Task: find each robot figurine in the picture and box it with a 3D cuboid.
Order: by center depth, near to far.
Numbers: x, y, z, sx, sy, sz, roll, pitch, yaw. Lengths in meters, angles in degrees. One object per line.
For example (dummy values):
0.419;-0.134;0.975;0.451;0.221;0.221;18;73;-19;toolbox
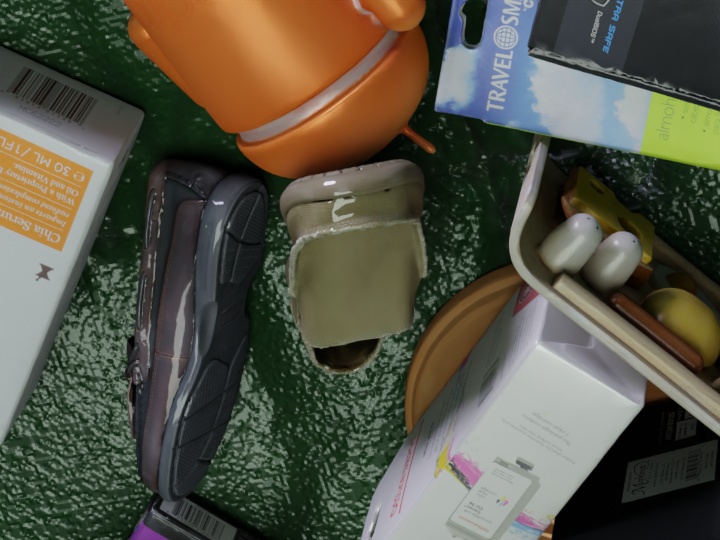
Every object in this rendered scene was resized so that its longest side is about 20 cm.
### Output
-0.044;-0.129;1.257;0.144;0.117;0.200;-34;108;10;robot figurine

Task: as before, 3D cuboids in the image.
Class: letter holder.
0.169;0.178;1.286;0.100;0.200;0.142;-17;113;19;letter holder

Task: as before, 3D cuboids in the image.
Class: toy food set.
0.163;0.000;1.267;0.200;0.144;0.060;39;115;-9;toy food set

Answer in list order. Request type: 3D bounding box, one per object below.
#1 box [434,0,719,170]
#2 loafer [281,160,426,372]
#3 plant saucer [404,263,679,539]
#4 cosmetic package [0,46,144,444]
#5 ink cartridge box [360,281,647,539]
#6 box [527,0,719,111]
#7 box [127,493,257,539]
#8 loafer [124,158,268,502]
0.145;-0.118;1.223;0.199;0.048;0.122;12;118;6;box
0.000;0.000;1.275;0.076;0.200;0.068;-12;74;-4;loafer
0.121;0.087;1.383;0.200;0.037;0.201;5;118;9;plant saucer
-0.204;-0.014;1.374;0.101;0.071;0.200;24;120;-2;cosmetic package
0.073;0.095;1.309;0.067;0.117;0.200;31;120;-7;ink cartridge box
0.195;-0.163;1.128;0.198;0.050;0.200;18;125;3;box
-0.106;0.240;1.502;0.143;0.036;0.200;31;118;-6;box
-0.100;0.031;1.388;0.063;0.072;0.200;23;115;21;loafer
